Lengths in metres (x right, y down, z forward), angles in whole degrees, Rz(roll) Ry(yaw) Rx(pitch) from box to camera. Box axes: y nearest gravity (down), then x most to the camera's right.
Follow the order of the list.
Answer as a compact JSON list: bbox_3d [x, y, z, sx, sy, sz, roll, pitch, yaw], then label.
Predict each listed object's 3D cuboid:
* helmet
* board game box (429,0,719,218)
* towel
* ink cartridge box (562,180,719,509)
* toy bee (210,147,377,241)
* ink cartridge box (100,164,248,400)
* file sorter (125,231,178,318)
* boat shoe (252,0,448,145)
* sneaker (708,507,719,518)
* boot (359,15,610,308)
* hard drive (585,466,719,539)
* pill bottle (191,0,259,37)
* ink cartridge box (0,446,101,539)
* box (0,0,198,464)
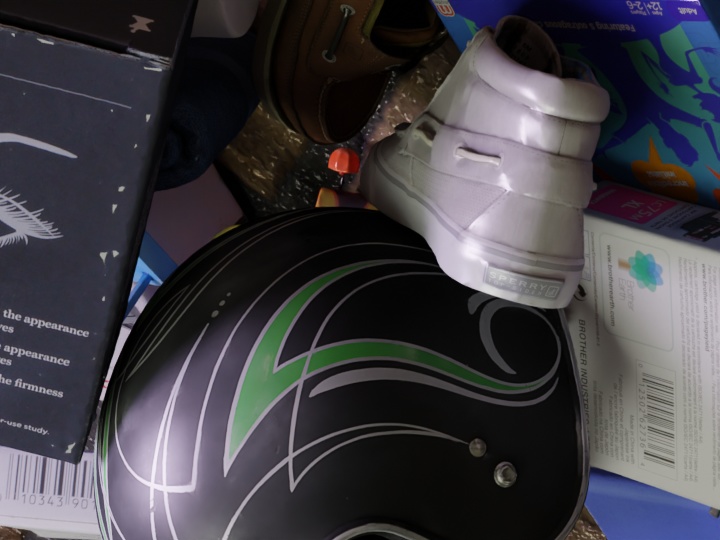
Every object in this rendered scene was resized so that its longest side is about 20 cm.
[{"bbox_3d":[-0.016,0.073,1.196,0.190,0.200,0.200,-2,156,-12],"label":"helmet"},{"bbox_3d":[0.134,-0.050,1.179,0.152,0.045,0.200,7,140,48],"label":"board game box"},{"bbox_3d":[-0.104,-0.077,1.289,0.112,0.200,0.049,7,105,4],"label":"towel"},{"bbox_3d":[0.166,0.043,1.143,0.200,0.042,0.119,19,124,41],"label":"ink cartridge box"},{"bbox_3d":[0.000,0.000,1.399,0.131,0.109,0.200,14,174,-17],"label":"toy bee"},{"bbox_3d":[-0.133,-0.018,1.536,0.145,0.084,0.200,11,142,46],"label":"ink cartridge box"},{"bbox_3d":[-0.217,-0.024,1.374,0.139,0.123,0.200,10,149,47],"label":"file sorter"},{"bbox_3d":[0.002,-0.110,1.228,0.068,0.072,0.200,32,153,17],"label":"boat shoe"},{"bbox_3d":[0.163,0.072,1.253,0.081,0.075,0.200,9,180,-26],"label":"sneaker"},{"bbox_3d":[0.056,-0.055,1.152,0.073,0.096,0.200,12,-169,-17],"label":"boot"},{"bbox_3d":[0.207,0.148,1.415,0.200,0.025,0.132,5,138,49],"label":"hard drive"},{"bbox_3d":[-0.145,-0.143,1.208,0.200,0.111,0.111,4,143,12],"label":"pill bottle"},{"bbox_3d":[-0.076,0.117,1.426,0.198,0.043,0.200,4,172,1],"label":"ink cartridge box"},{"bbox_3d":[-0.154,-0.043,1.140,0.148,0.104,0.200,15,123,-3],"label":"box"}]
